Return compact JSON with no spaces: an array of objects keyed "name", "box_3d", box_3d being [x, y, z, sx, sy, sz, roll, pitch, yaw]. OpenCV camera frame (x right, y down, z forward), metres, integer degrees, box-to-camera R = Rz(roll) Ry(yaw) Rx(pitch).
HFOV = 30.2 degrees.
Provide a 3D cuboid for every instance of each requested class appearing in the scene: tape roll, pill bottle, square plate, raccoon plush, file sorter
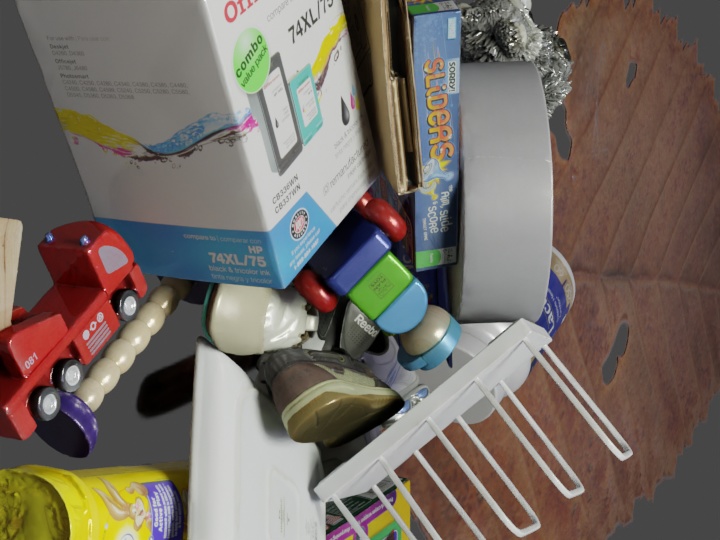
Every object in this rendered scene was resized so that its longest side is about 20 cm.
[{"name":"tape roll","box_3d":[0.101,-0.060,1.030,0.200,0.065,0.202,178,-90,-89]},{"name":"pill bottle","box_3d":[0.132,0.057,1.341,0.200,0.115,0.117,-49,136,-46]},{"name":"square plate","box_3d":[-0.065,0.172,0.939,0.198,0.028,0.202,51,33,-55]},{"name":"raccoon plush","box_3d":[0.118,-0.141,1.129,0.134,0.096,0.202,-10,103,-66]},{"name":"file sorter","box_3d":[0.092,0.151,1.020,0.200,0.125,0.139,-40,166,8]}]

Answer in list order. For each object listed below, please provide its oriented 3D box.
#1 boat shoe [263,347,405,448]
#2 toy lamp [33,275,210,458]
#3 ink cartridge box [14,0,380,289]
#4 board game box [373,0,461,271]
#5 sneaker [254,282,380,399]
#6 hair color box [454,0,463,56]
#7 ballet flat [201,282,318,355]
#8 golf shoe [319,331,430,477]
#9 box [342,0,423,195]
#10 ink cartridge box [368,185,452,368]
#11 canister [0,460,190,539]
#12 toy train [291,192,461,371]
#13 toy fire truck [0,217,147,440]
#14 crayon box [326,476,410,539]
[{"name":"boat shoe","box_3d":[-0.020,0.089,0.999,0.066,0.071,0.201,58,9,14]},{"name":"toy lamp","box_3d":[-0.147,0.037,0.898,0.200,0.058,0.059,-53,139,-39]},{"name":"ink cartridge box","box_3d":[-0.097,-0.116,0.862,0.147,0.145,0.201,-52,138,-44]},{"name":"board game box","box_3d":[0.037,-0.120,0.971,0.136,0.034,0.201,-113,-163,-53]},{"name":"sneaker","box_3d":[-0.027,0.053,1.079,0.066,0.090,0.202,34,66,-57]},{"name":"hair color box","box_3d":[0.061,-0.185,1.178,0.200,0.060,0.101,-8,100,-75]},{"name":"ballet flat","box_3d":[-0.064,0.031,0.964,0.200,0.069,0.070,33,65,-84]},{"name":"golf shoe","box_3d":[-0.015,0.116,1.156,0.200,0.078,0.098,-36,107,-57]},{"name":"box","box_3d":[0.003,-0.164,0.945,0.200,0.021,0.165,-119,-160,-63]},{"name":"ink cartridge box","box_3d":[0.040,-0.003,1.131,0.200,0.042,0.121,-122,-153,-71]},{"name":"canister","box_3d":[-0.161,0.199,0.870,0.200,0.086,0.150,10,85,-63]},{"name":"toy train","box_3d":[0.000,0.000,0.982,0.085,0.200,0.116,-44,111,-2]},{"name":"toy fire truck","box_3d":[-0.212,0.019,0.781,0.200,0.048,0.142,-56,140,-40]},{"name":"crayon box","box_3d":[-0.025,0.289,1.161,0.200,0.058,0.174,-19,113,-58]}]
